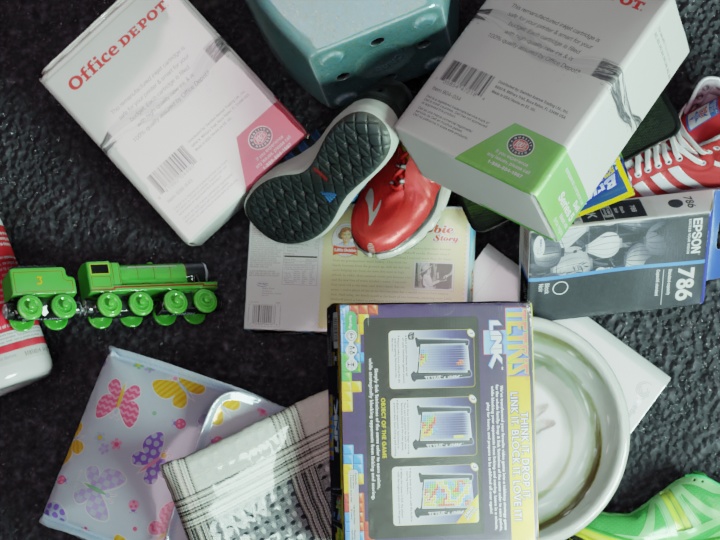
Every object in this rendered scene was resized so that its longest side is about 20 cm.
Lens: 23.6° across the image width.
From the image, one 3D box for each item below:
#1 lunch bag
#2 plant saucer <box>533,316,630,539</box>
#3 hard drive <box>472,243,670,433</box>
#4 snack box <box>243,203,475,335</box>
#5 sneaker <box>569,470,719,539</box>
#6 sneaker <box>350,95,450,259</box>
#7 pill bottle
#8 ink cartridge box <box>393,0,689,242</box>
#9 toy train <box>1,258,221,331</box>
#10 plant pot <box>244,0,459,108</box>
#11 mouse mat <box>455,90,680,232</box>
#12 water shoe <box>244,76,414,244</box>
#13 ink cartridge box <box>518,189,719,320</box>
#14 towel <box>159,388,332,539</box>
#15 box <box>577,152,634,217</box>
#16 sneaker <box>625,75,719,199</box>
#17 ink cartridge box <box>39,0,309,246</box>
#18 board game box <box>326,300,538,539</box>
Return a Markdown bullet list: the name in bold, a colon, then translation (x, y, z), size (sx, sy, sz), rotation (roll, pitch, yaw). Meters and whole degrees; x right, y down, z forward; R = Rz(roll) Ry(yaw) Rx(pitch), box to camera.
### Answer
- **lunch bag**: translation (-0.145, 0.175, 1.466), size (0.200, 0.127, 0.170), rotation (20, 80, 11)
- **plant saucer**: translation (0.129, 0.138, 1.476), size (0.200, 0.050, 0.201), rotation (0, 87, -5)
- **hard drive**: translation (0.154, 0.088, 1.522), size (0.200, 0.026, 0.132), rotation (36, 89, 5)
- **snack box**: translation (0.000, 0.000, 1.514), size (0.199, 0.037, 0.117), rotation (2, 83, 10)
- **sneaker**: translation (0.277, 0.219, 1.496), size (0.199, 0.074, 0.084), rotation (-1, 62, 6)
- **sneaker**: translation (0.046, -0.104, 1.468), size (0.077, 0.085, 0.200), rotation (23, 72, 28)
- **pill bottle**: translation (-0.353, 0.015, 1.507), size (0.112, 0.112, 0.200), rotation (-20, 86, 2)
- **ink cartridge box**: translation (0.146, -0.146, 1.373), size (0.145, 0.084, 0.200), rotation (29, 76, 32)
- **toy train**: translation (-0.216, 0.019, 1.497), size (0.200, 0.042, 0.057), rotation (-2, 69, -28)
- **plant pot**: translation (-0.012, -0.257, 1.438), size (0.196, 0.196, 0.200), rotation (-22, 70, 1)
- **mouse mat**: translation (0.161, -0.134, 1.494), size (0.200, 0.008, 0.161), rotation (-28, 56, 8)
- **water shoe**: translation (-0.020, -0.089, 1.455), size (0.072, 0.200, 0.079), rotation (47, 45, -8)
- **ink cartridge box**: translation (0.236, -0.014, 1.477), size (0.199, 0.039, 0.100), rotation (-8, 125, -6)
- **towel**: translation (-0.043, 0.208, 1.418), size (0.200, 0.035, 0.193), rotation (-22, 92, -26)
- **box**: translation (0.166, -0.144, 1.455), size (0.070, 0.064, 0.200), rotation (-21, 56, 11)
- **sneaker**: translation (0.262, -0.103, 1.475), size (0.199, 0.113, 0.071), rotation (-11, 57, -2)
- **ink cartridge box**: translation (-0.162, -0.142, 1.520), size (0.146, 0.085, 0.200), rotation (-42, 88, 0)
- **board game box**: translation (0.058, 0.125, 1.411), size (0.165, 0.057, 0.201), rotation (0, 86, -13)
